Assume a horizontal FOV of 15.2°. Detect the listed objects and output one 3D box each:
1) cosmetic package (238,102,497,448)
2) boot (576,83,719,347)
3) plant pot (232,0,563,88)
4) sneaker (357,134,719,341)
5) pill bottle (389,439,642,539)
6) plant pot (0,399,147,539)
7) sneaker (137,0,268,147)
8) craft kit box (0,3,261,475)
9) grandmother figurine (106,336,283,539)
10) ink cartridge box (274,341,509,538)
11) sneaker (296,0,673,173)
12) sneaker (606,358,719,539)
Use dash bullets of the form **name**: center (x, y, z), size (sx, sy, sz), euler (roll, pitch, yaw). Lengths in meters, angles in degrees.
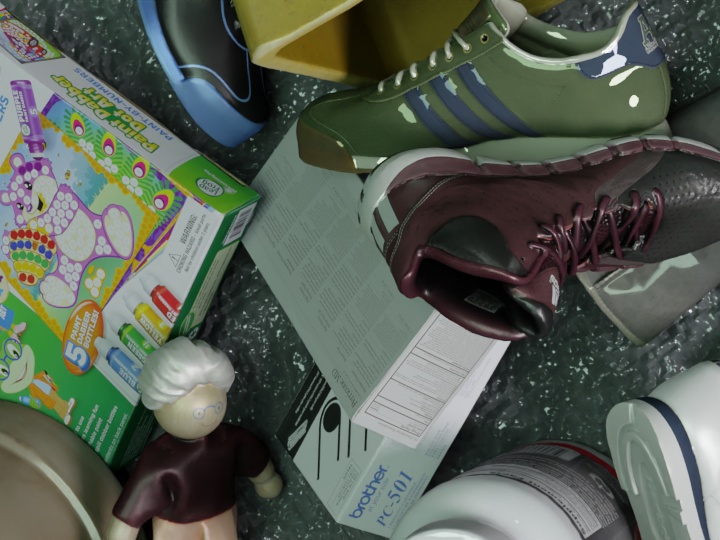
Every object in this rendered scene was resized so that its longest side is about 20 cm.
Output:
- **cosmetic package**: center (0.000, 0.000, 1.415), size (0.083, 0.051, 0.200), euler (-51, 38, 15)
- **boot**: center (0.213, -0.027, 1.384), size (0.200, 0.073, 0.182), euler (-39, 67, 11)
- **plant pot**: center (0.021, -0.229, 1.382), size (0.195, 0.194, 0.200), euler (-29, 78, 19)
- **sneaker**: center (0.103, -0.005, 1.306), size (0.199, 0.116, 0.076), euler (-4, 125, -7)
- **pill bottle**: center (0.075, 0.154, 1.377), size (0.110, 0.200, 0.111), euler (2, 96, 20)
- **plant pot**: center (-0.240, 0.192, 1.490), size (0.199, 0.173, 0.201), euler (8, 109, 25)
- **sneaker**: center (-0.080, -0.172, 1.480), size (0.078, 0.070, 0.201), euler (-22, 85, 27)
- **craft kit box**: center (-0.175, -0.017, 1.509), size (0.197, 0.048, 0.200), euler (37, 124, 17)
- **grandmother figurine**: center (-0.089, 0.129, 1.481), size (0.060, 0.121, 0.201), euler (14, 118, 36)
- **ink cartridge box**: center (0.032, 0.034, 1.441), size (0.200, 0.044, 0.094), euler (-61, 34, 14)
- **sneaker**: center (0.062, -0.101, 1.381), size (0.199, 0.067, 0.090), euler (1, 114, 16)
- **sneaker**: center (0.191, 0.139, 1.387), size (0.076, 0.080, 0.201), euler (31, 142, 52)
